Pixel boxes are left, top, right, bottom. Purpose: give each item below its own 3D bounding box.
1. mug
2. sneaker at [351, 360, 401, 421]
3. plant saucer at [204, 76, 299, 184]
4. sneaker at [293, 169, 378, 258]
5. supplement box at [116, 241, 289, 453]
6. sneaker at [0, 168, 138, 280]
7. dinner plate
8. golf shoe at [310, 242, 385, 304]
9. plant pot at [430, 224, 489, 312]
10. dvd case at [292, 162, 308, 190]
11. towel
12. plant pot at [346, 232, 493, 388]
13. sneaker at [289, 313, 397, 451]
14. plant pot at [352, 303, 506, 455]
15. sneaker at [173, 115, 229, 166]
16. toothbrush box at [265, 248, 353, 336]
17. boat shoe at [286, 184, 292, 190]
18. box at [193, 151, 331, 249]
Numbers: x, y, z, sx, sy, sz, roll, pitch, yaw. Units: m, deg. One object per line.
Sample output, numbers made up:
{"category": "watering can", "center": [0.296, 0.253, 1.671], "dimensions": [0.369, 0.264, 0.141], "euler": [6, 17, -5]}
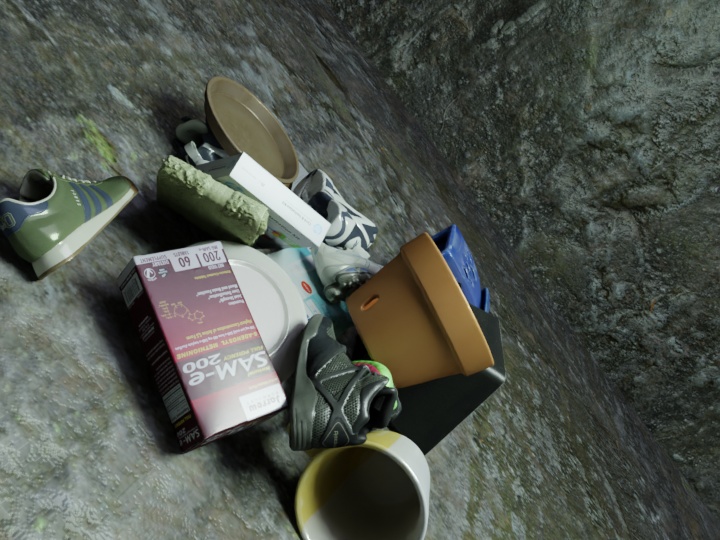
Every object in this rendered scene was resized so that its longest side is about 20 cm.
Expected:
{"category": "mug", "center": [0.013, 0.241, 0.828], "dimensions": [0.153, 0.149, 0.187], "euler": [-1, 76, -75]}
{"category": "sneaker", "center": [-0.020, 0.154, 0.907], "dimensions": [0.200, 0.077, 0.084], "euler": [12, -42, 59]}
{"category": "plant saucer", "center": [-0.173, -0.215, 1.099], "dimensions": [0.200, 0.029, 0.200], "euler": [45, 25, -28]}
{"category": "sneaker", "center": [-0.037, -0.080, 1.154], "dimensions": [0.130, 0.079, 0.199], "euler": [44, 2, -35]}
{"category": "supplement box", "center": [-0.167, 0.076, 0.740], "dimensions": [0.109, 0.061, 0.200], "euler": [-15, 74, -42]}
{"category": "sneaker", "center": [-0.309, -0.076, 0.738], "dimensions": [0.090, 0.067, 0.200], "euler": [52, 23, -20]}
{"category": "dinner plate", "center": [-0.147, 0.050, 0.827], "dimensions": [0.200, 0.024, 0.201], "euler": [15, 58, -26]}
{"category": "golf shoe", "center": [0.000, 0.000, 1.047], "dimensions": [0.097, 0.078, 0.200], "euler": [56, 17, 25]}
{"category": "plant pot", "center": [0.140, 0.053, 1.342], "dimensions": [0.180, 0.200, 0.200], "euler": [57, 19, -9]}
{"category": "dvd case", "center": [-0.110, -0.145, 1.350], "dimensions": [0.200, 0.025, 0.150], "euler": [51, 21, -7]}
{"category": "towel", "center": [-0.189, -0.080, 0.879], "dimensions": [0.148, 0.037, 0.200], "euler": [31, -13, -9]}
{"category": "plant pot", "center": [0.072, 0.069, 0.942], "dimensions": [0.200, 0.140, 0.200], "euler": [62, 3, -5]}
{"category": "sneaker", "center": [-0.020, 0.125, 0.795], "dimensions": [0.114, 0.076, 0.200], "euler": [4, 29, -4]}
{"category": "plant pot", "center": [0.098, 0.136, 1.131], "dimensions": [0.177, 0.200, 0.200], "euler": [38, 23, -10]}
{"category": "sneaker", "center": [-0.228, -0.203, 1.103], "dimensions": [0.130, 0.079, 0.199], "euler": [53, 29, -27]}
{"category": "toothbrush box", "center": [-0.094, 0.049, 0.987], "dimensions": [0.147, 0.085, 0.200], "euler": [54, 22, 4]}
{"category": "boat shoe", "center": [-0.157, -0.121, 1.167], "dimensions": [0.064, 0.071, 0.200], "euler": [14, 28, -3]}
{"category": "box", "center": [-0.155, -0.087, 0.945], "dimensions": [0.156, 0.200, 0.041], "euler": [39, 67, -31]}
